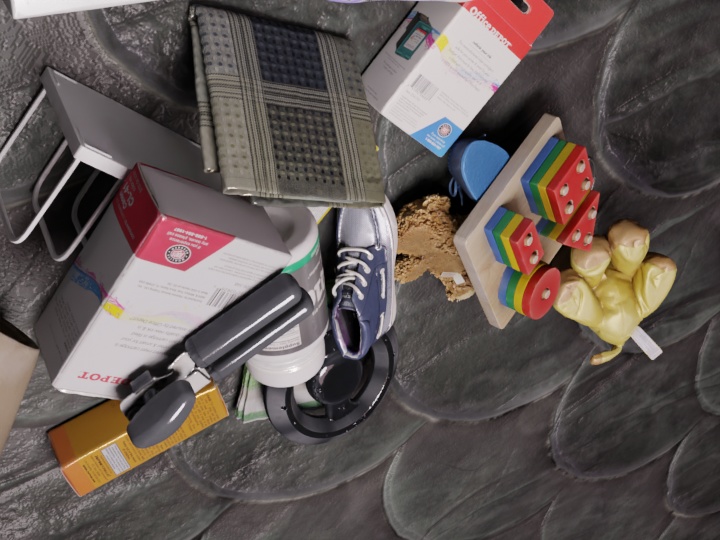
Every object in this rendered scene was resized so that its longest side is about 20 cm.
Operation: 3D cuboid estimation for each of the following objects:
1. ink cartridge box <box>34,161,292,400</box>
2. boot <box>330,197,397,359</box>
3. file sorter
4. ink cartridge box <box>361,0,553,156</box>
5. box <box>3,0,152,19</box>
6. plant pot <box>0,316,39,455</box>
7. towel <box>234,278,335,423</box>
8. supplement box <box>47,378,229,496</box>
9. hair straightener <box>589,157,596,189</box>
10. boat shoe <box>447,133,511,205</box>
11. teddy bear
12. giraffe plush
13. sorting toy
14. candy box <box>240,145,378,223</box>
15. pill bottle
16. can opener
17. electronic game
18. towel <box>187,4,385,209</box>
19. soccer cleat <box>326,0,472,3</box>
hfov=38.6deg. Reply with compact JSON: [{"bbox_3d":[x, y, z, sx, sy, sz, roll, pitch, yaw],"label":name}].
[{"bbox_3d":[-0.180,0.019,0.928,0.147,0.086,0.200,18,120,-43],"label":"ink cartridge box"},{"bbox_3d":[0.000,0.000,1.186,0.090,0.072,0.201,-50,136,-56],"label":"boot"},{"bbox_3d":[-0.231,-0.070,0.978,0.200,0.139,0.125,26,111,-44],"label":"file sorter"},{"bbox_3d":[0.102,-0.238,1.114,0.116,0.067,0.200,28,106,-45],"label":"ink cartridge box"},{"bbox_3d":[-0.204,-0.295,0.843,0.199,0.098,0.125,-14,131,-23],"label":"box"},{"bbox_3d":[-0.408,0.117,0.992,0.174,0.200,0.200,-56,136,-7],"label":"plant pot"},{"bbox_3d":[-0.078,0.098,1.297,0.148,0.031,0.201,-6,125,-33],"label":"towel"},{"bbox_3d":[-0.259,0.181,1.210,0.199,0.067,0.069,-29,135,-11],"label":"supplement box"},{"bbox_3d":[0.234,-0.081,1.357,0.200,0.041,0.077,-37,137,-9],"label":"hair straightener"},{"bbox_3d":[0.146,-0.105,1.230,0.084,0.068,0.200,-61,146,-4],"label":"boat shoe"},{"bbox_3d":[0.108,-0.030,1.280,0.199,0.067,0.145,20,136,-31],"label":"teddy bear"},{"bbox_3d":[0.330,0.015,1.417,0.172,0.162,0.201,-29,115,-1],"label":"giraffe plush"},{"bbox_3d":[0.217,-0.047,1.240,0.200,0.069,0.199,-53,145,-17],"label":"sorting toy"},{"bbox_3d":[-0.076,-0.085,1.147,0.200,0.026,0.102,-50,138,11],"label":"candy box"},{"bbox_3d":[-0.094,0.028,1.129,0.113,0.113,0.201,-22,136,-18],"label":"pill bottle"},{"bbox_3d":[-0.125,0.086,0.913,0.200,0.067,0.053,-35,142,3],"label":"can opener"},{"bbox_3d":[-0.034,0.131,1.301,0.199,0.042,0.201,-18,123,-29],"label":"electronic game"},{"bbox_3d":[-0.071,-0.152,0.999,0.192,0.201,0.034,3,157,-37],"label":"towel"},{"bbox_3d":[0.037,-0.291,0.990,0.199,0.073,0.069,0,102,-9],"label":"soccer cleat"}]
